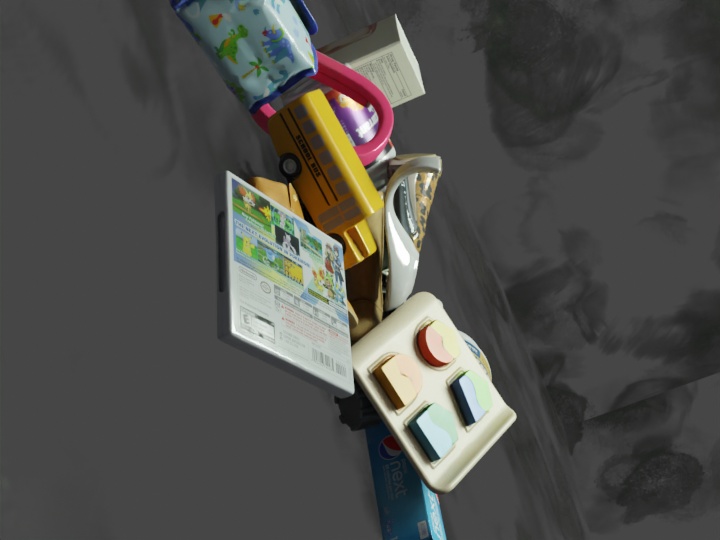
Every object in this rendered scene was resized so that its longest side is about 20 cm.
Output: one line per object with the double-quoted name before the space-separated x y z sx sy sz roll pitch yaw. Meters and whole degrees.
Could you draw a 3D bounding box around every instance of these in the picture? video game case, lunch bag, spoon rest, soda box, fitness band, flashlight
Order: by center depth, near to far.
"video game case" -0.077 0.018 1.117 0.199 0.022 0.185 32 44 -47
"lunch bag" -0.138 -0.318 1.326 0.171 0.126 0.201 55 11 -30
"flashlight" 0.058 0.156 1.341 0.198 0.069 0.067 -10 35 -43
"spoon rest" 0.049 -0.045 1.342 0.100 0.059 0.203 -83 -175 -67
"soda box" 0.055 0.265 1.349 0.068 0.063 0.202 55 19 -47
"fitness band" -0.053 -0.210 1.412 0.145 0.198 0.038 -60 176 -33

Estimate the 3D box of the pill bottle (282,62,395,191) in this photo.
"pill bottle" -0.017 -0.180 1.543 0.202 0.110 0.112 60 14 -17

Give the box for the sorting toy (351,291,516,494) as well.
"sorting toy" 0.089 0.139 1.306 0.201 0.036 0.185 53 46 2

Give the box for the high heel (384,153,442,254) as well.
"high heel" 0.074 -0.085 1.502 0.200 0.070 0.145 -39 127 -68

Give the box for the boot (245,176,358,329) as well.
"boot" -0.066 -0.018 1.255 0.201 0.070 0.146 39 37 -56

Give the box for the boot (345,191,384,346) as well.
"boot" 0.000 0.000 1.388 0.175 0.065 0.204 -97 -170 -87

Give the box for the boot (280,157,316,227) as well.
"boot" -0.066 -0.080 1.374 0.174 0.068 0.203 -32 103 -78

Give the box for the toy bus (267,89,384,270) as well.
"toy bus" -0.036 -0.107 1.298 0.202 0.078 0.065 61 23 -4

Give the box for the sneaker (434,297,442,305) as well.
"sneaker" 0.089 0.092 1.535 0.200 0.080 0.076 -42 148 -64

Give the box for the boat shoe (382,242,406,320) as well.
"boat shoe" 0.039 0.014 1.546 0.064 0.069 0.204 -33 127 -72

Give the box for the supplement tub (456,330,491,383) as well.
"supplement tub" 0.121 0.178 1.585 0.200 0.143 0.147 -75 141 -70

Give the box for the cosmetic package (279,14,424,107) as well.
"cosmetic package" -0.015 -0.285 1.622 0.088 0.197 0.104 -96 162 -49
